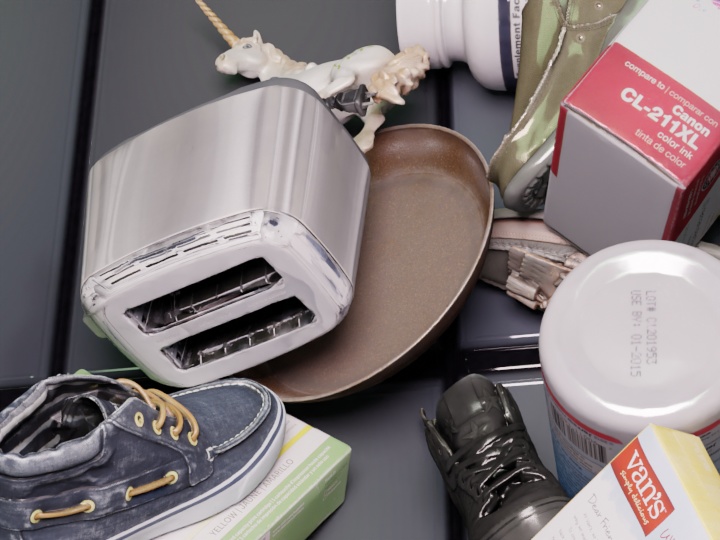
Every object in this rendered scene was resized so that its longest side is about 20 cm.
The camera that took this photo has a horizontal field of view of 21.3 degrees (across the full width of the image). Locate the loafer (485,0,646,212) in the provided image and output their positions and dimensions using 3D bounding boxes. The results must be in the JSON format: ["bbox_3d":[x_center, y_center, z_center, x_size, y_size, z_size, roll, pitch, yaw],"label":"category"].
[{"bbox_3d":[0.121,-0.123,1.115,0.069,0.075,0.201,27,69,13],"label":"loafer"}]

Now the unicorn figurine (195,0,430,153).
[{"bbox_3d":[-0.039,-0.110,1.228,0.198,0.074,0.138,2,39,26],"label":"unicorn figurine"}]

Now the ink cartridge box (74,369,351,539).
[{"bbox_3d":[-0.126,0.112,1.087,0.199,0.048,0.145,25,39,23],"label":"ink cartridge box"}]

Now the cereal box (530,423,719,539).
[{"bbox_3d":[0.109,0.188,0.877,0.200,0.039,0.145,-48,45,27],"label":"cereal box"}]

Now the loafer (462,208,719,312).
[{"bbox_3d":[0.148,0.012,1.124,0.198,0.072,0.063,10,64,14],"label":"loafer"}]

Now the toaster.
[{"bbox_3d":[-0.073,-0.020,1.110,0.198,0.114,0.130,-20,42,23],"label":"toaster"}]

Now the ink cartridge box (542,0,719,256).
[{"bbox_3d":[0.194,-0.106,1.058,0.083,0.146,0.200,35,72,16],"label":"ink cartridge box"}]

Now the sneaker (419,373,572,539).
[{"bbox_3d":[0.067,0.104,1.017,0.060,0.200,0.105,-24,80,-2],"label":"sneaker"}]

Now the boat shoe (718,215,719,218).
[{"bbox_3d":[0.255,-0.071,1.157,0.198,0.068,0.072,13,59,19],"label":"boat shoe"}]

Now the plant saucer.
[{"bbox_3d":[0.000,0.000,1.144,0.199,0.032,0.202,-23,43,23],"label":"plant saucer"}]

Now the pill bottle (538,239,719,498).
[{"bbox_3d":[0.152,0.083,0.990,0.107,0.201,0.110,-5,55,7],"label":"pill bottle"}]

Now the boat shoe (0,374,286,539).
[{"bbox_3d":[-0.112,0.087,1.003,0.071,0.092,0.199,30,42,32],"label":"boat shoe"}]

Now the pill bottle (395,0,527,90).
[{"bbox_3d":[0.126,-0.171,1.224,0.198,0.111,0.112,1,56,12],"label":"pill bottle"}]
